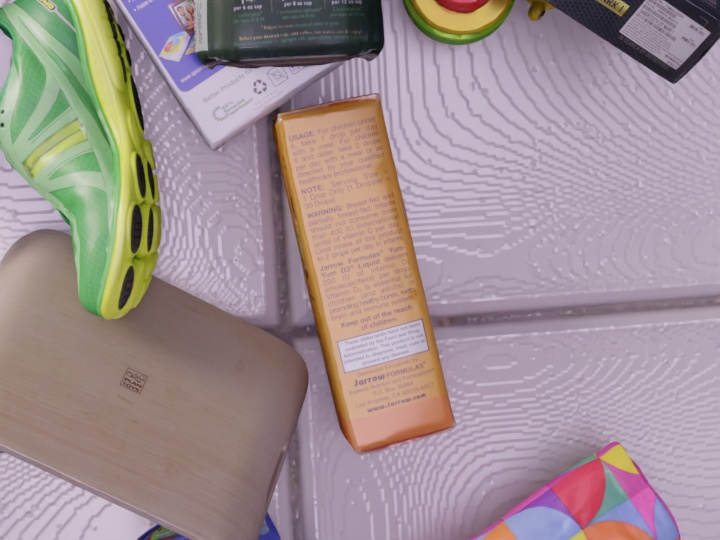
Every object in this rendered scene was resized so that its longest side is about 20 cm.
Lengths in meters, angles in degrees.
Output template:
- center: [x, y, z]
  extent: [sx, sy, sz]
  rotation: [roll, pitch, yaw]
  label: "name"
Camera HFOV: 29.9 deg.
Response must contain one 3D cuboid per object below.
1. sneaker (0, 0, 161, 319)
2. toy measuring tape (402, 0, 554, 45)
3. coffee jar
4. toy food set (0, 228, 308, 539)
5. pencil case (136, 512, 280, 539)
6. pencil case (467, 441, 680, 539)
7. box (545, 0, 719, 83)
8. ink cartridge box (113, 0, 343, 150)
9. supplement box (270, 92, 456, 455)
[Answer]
- center: [-0.162, -0.066, 0.756]
  extent: [0.083, 0.074, 0.201]
  rotation: [-14, 77, 3]
  label: "sneaker"
- center: [0.021, -0.175, 0.785]
  extent: [0.199, 0.074, 0.074]
  rotation: [13, 93, 0]
  label: "toy measuring tape"
- center: [-0.043, -0.211, 0.718]
  extent: [0.103, 0.085, 0.202]
  rotation: [-3, 98, -6]
  label: "coffee jar"
- center: [-0.134, 0.076, 0.752]
  extent: [0.199, 0.061, 0.144]
  rotation: [27, 46, -8]
  label: "toy food set"
- center: [-0.057, 0.221, 0.794]
  extent: [0.078, 0.087, 0.201]
  rotation: [-22, 98, 30]
  label: "pencil case"
- center: [0.102, 0.187, 0.813]
  extent: [0.199, 0.088, 0.089]
  rotation: [-30, 98, -5]
  label: "pencil case"
- center: [0.117, -0.212, 0.753]
  extent: [0.199, 0.158, 0.051]
  rotation: [32, 132, -9]
  label: "box"
- center: [-0.101, -0.178, 0.771]
  extent: [0.094, 0.037, 0.201]
  rotation: [-34, 105, -4]
  label: "ink cartridge box"
- center: [0.000, 0.000, 0.791]
  extent: [0.068, 0.067, 0.201]
  rotation: [-16, 97, -7]
  label: "supplement box"
